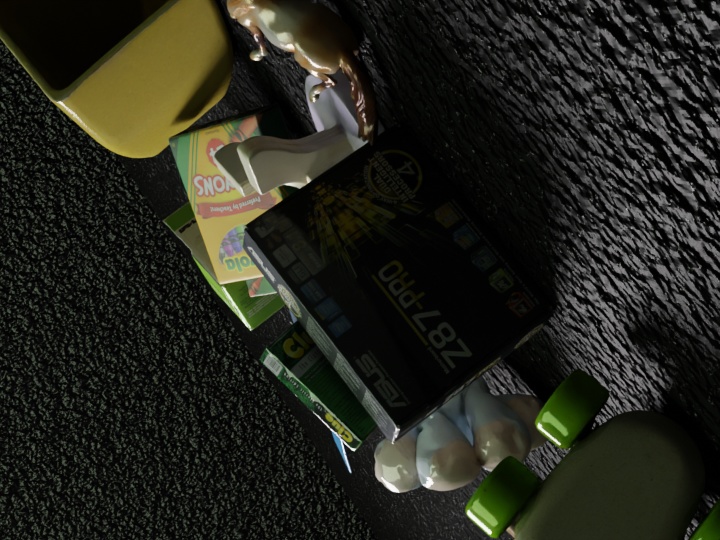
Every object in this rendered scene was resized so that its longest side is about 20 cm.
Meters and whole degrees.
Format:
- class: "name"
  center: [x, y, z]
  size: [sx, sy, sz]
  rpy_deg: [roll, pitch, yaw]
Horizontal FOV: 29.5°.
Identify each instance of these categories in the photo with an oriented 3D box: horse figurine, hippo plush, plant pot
- class: "horse figurine"
  center: [-0.055, -0.184, 1.074]
  size: [0.199, 0.050, 0.133]
  rpy_deg: [37, 167, 9]
- class: "hippo plush"
  center: [0.086, 0.093, 1.256]
  size: [0.200, 0.157, 0.163]
  rpy_deg: [-33, -72, -60]
- class: "plant pot"
  center: [-0.247, -0.235, 1.447]
  size: [0.194, 0.195, 0.200]
  rpy_deg: [46, 174, 32]

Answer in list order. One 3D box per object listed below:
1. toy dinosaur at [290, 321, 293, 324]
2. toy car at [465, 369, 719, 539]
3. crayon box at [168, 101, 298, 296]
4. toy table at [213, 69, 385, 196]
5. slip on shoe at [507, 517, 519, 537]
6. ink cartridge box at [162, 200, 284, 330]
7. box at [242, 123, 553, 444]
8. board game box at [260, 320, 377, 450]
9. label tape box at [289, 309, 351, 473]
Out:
- class: "toy dinosaur"
  center: [-0.029, 0.094, 1.800]
  size: [0.199, 0.106, 0.181]
  rpy_deg: [32, 179, 32]
- class: "toy car"
  center: [0.187, 0.186, 1.026]
  size: [0.164, 0.158, 0.200]
  rpy_deg: [40, 177, 15]
- class: "crayon box"
  center: [-0.114, -0.064, 1.457]
  size: [0.126, 0.051, 0.203]
  rpy_deg: [-10, 105, 35]
- class: "toy table"
  center: [-0.036, -0.076, 1.211]
  size: [0.184, 0.117, 0.201]
  rpy_deg: [43, 163, 45]
- class: "slip on shoe"
  center: [0.203, 0.314, 1.529]
  size: [0.201, 0.060, 0.076]
  rpy_deg: [59, 168, -23]
- class: "ink cartridge box"
  center: [-0.129, -0.040, 1.632]
  size: [0.200, 0.147, 0.076]
  rpy_deg: [40, 165, 53]
- class: "box"
  center: [0.027, 0.006, 1.068]
  size: [0.201, 0.160, 0.049]
  rpy_deg: [52, 163, 14]
- class: "board game box"
  center: [0.019, 0.047, 1.116]
  size: [0.105, 0.200, 0.024]
  rpy_deg: [44, 142, 5]
- class: "label tape box"
  center: [-0.024, 0.070, 1.325]
  size: [0.144, 0.065, 0.201]
  rpy_deg: [77, 171, -50]
